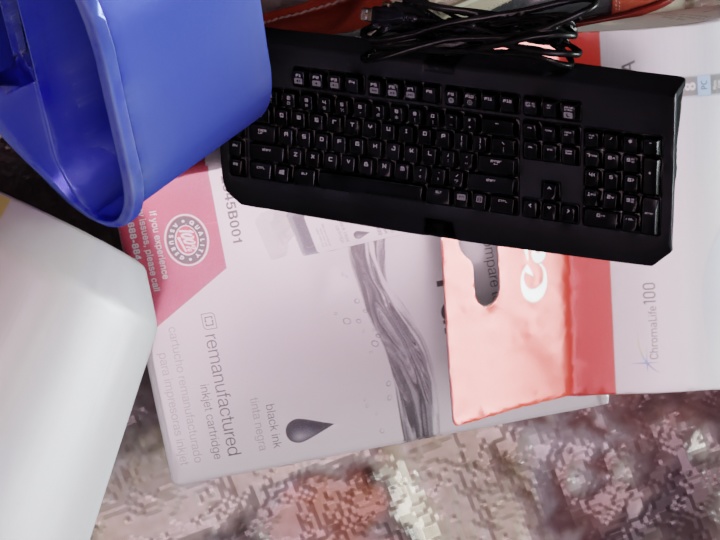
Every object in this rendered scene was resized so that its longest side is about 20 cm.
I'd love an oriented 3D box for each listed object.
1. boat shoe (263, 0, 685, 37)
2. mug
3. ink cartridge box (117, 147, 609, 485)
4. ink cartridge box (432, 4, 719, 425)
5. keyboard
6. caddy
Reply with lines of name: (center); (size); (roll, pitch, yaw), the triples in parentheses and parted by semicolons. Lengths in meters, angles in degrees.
boat shoe: (0.043, -0.122, 1.230); (0.199, 0.071, 0.063); (-13, 122, -5)
mug: (-0.171, 0.042, 1.168); (0.186, 0.149, 0.154); (30, 85, -37)
ink cartridge box: (0.000, 0.000, 1.261); (0.199, 0.085, 0.146); (-11, 107, -2)
ink cartridge box: (0.125, -0.026, 1.211); (0.199, 0.047, 0.161); (-12, 104, -34)
keyboard: (0.028, -0.061, 1.139); (0.199, 0.040, 0.105); (8, 106, 23)
caddy: (-0.116, -0.107, 1.111); (0.105, 0.141, 0.200); (-33, 144, -19)
